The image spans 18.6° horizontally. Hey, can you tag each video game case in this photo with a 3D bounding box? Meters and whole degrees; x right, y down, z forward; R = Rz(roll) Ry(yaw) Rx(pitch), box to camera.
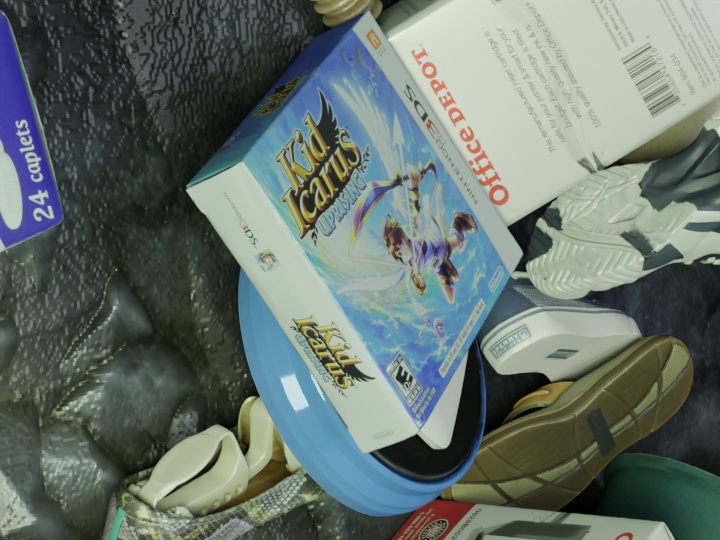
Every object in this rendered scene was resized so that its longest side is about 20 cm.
[{"bbox_3d":[0.004,-0.027,1.253,0.182,0.045,0.200,56,34,-15],"label":"video game case"}]

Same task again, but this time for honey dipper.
[{"bbox_3d":[-0.053,-0.227,1.312,0.038,0.038,0.200,-52,120,-32],"label":"honey dipper"}]

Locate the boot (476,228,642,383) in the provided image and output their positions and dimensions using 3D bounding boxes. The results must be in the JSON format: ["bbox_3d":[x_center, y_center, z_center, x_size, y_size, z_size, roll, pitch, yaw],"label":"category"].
[{"bbox_3d":[0.122,0.019,1.462,0.091,0.073,0.200,63,18,18],"label":"boot"}]

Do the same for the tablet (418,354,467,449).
[{"bbox_3d":[0.000,0.000,1.285,0.200,0.014,0.131,46,37,-30],"label":"tablet"}]

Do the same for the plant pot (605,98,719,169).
[{"bbox_3d":[0.232,-0.121,1.504,0.200,0.200,0.184,42,73,-37],"label":"plant pot"}]

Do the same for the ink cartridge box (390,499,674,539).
[{"bbox_3d":[0.088,0.219,1.336,0.147,0.199,0.083,-46,120,-35],"label":"ink cartridge box"}]

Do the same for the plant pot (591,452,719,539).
[{"bbox_3d":[0.203,0.259,1.473,0.200,0.200,0.196,49,66,-34],"label":"plant pot"}]

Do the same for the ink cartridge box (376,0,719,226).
[{"bbox_3d":[0.122,-0.138,1.367,0.199,0.084,0.146,-31,106,2],"label":"ink cartridge box"}]

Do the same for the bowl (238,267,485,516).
[{"bbox_3d":[0.007,0.045,1.316,0.200,0.039,0.202,34,45,-41],"label":"bowl"}]

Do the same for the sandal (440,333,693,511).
[{"bbox_3d":[0.133,0.103,1.471,0.200,0.054,0.081,-33,125,-17],"label":"sandal"}]

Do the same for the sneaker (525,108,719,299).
[{"bbox_3d":[0.211,-0.025,1.386,0.130,0.199,0.080,38,20,-48],"label":"sneaker"}]

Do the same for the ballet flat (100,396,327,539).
[{"bbox_3d":[-0.066,0.112,1.265,0.200,0.072,0.072,-27,109,-41],"label":"ballet flat"}]

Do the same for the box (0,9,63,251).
[{"bbox_3d":[-0.272,-0.039,0.981,0.200,0.183,0.105,-28,111,-42],"label":"box"}]
